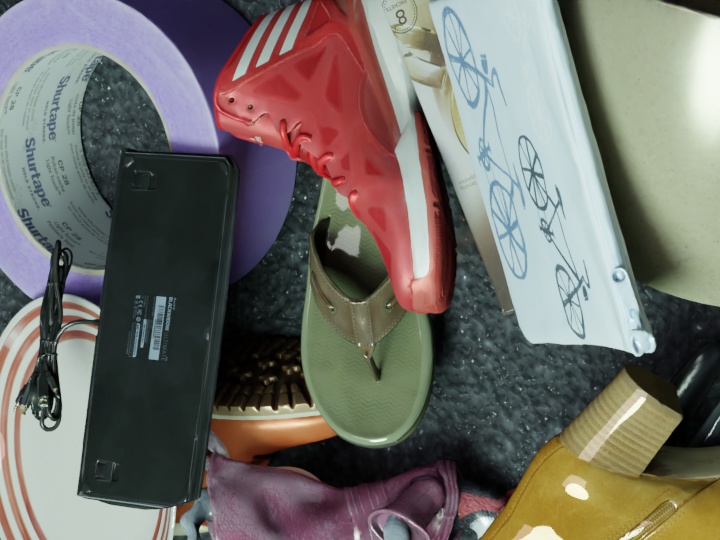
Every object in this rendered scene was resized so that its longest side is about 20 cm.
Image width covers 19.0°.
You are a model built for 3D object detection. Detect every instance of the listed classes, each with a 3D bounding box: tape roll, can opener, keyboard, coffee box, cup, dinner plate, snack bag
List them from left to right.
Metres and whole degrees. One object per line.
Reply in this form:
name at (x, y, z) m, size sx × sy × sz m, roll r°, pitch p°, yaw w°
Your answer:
dinner plate at (-0.165, 0.113, 1.284) m, size 0.199 × 0.024 × 0.202 m, roll 6°, pitch 98°, yaw 48°
tape roll at (-0.142, -0.073, 1.294) m, size 0.199 × 0.085 × 0.202 m, roll 8°, pitch 105°, yaw 30°
keyboard at (-0.132, 0.031, 1.214) m, size 0.126 × 0.021 × 0.202 m, roll 5°, pitch 84°, yaw 23°
snack bag at (0.084, -0.055, 1.022) m, size 0.021 × 0.200 × 0.190 m, roll -16°, pitch 93°, yaw -10°
coffee box at (0.100, -0.092, 1.140) m, size 0.113 × 0.080 × 0.201 m, roll -22°, pitch 90°, yaw 33°
can opener at (0.153, 0.127, 1.176) m, size 0.063 × 0.078 × 0.200 m, roll 46°, pitch 111°, yaw 19°
cup at (0.177, -0.066, 1.004) m, size 0.199 × 0.200 × 0.144 m, roll 19°, pitch 112°, yaw 26°

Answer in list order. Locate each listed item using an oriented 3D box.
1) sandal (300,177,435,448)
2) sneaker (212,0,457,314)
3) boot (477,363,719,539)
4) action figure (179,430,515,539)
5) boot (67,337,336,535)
sandal at (-0.001, -0.001, 1.216) m, size 0.079 × 0.057 × 0.203 m, roll -1°, pitch 88°, yaw 17°
sneaker at (-0.016, -0.059, 1.176) m, size 0.115 × 0.078 × 0.201 m, roll -13°, pitch 62°, yaw 6°
boot at (0.173, 0.152, 1.131) m, size 0.200 × 0.071 × 0.144 m, roll 32°, pitch 111°, yaw -6°
action figure at (0.003, 0.149, 1.248) m, size 0.198 × 0.134 × 0.150 m, roll -16°, pitch 68°, yaw 1°
boot at (-0.074, 0.106, 1.313) m, size 0.199 × 0.075 × 0.108 m, roll -11°, pitch 114°, yaw 29°
